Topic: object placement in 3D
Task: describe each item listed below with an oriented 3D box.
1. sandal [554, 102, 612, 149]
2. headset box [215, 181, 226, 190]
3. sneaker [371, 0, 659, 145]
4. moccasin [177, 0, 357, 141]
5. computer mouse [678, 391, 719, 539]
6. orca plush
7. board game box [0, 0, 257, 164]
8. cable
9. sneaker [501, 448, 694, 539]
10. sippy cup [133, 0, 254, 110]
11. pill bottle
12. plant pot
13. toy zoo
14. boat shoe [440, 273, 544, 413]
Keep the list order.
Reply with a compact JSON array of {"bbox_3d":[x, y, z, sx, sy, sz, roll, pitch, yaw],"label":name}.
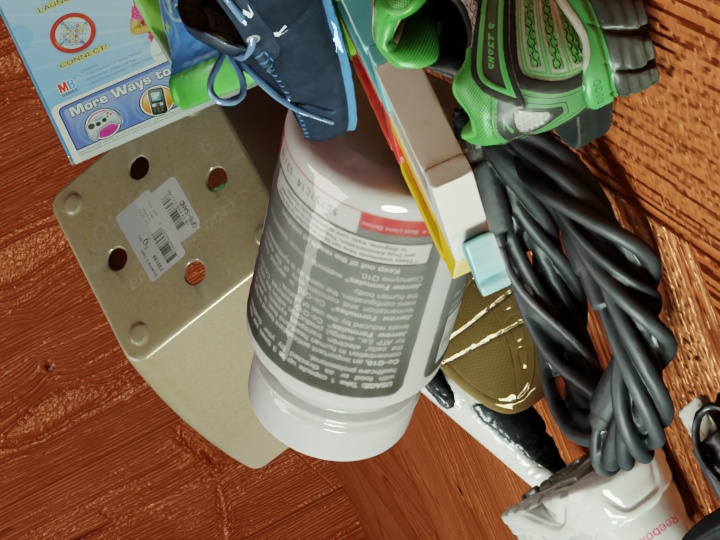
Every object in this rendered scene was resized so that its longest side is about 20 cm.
[{"bbox_3d":[0.039,-0.128,0.857,0.201,0.048,0.075,59,172,36],"label":"sandal"},{"bbox_3d":[-0.184,-0.146,2.244,0.201,0.092,0.174,65,172,-9],"label":"headset box"},{"bbox_3d":[0.031,-0.130,0.767,0.200,0.085,0.078,59,172,37],"label":"sneaker"},{"bbox_3d":[-0.054,-0.131,0.904,0.200,0.068,0.081,68,179,-47],"label":"moccasin"},{"bbox_3d":[0.168,0.141,0.881,0.139,0.053,0.200,60,172,19],"label":"computer mouse"},{"bbox_3d":[0.075,0.059,1.206,0.200,0.071,0.105,40,178,12],"label":"orca plush"},{"bbox_3d":[-0.119,-0.186,1.184,0.056,0.199,0.196,-118,6,-48],"label":"board game box"},{"bbox_3d":[0.104,0.010,0.931,0.163,0.051,0.201,38,150,64],"label":"cable"},{"bbox_3d":[0.135,0.149,1.074,0.100,0.078,0.200,58,174,5],"label":"sneaker"},{"bbox_3d":[-0.057,-0.170,1.076,0.140,0.177,0.131,-43,-67,-73],"label":"sippy cup"},{"bbox_3d":[0.000,0.000,1.072,0.114,0.113,0.201,58,146,38],"label":"pill bottle"},{"bbox_3d":[-0.081,-0.015,1.318,0.200,0.200,0.177,60,-164,24],"label":"plant pot"},{"bbox_3d":[0.018,-0.078,0.907,0.131,0.020,0.201,70,176,-73],"label":"toy zoo"},{"bbox_3d":[0.050,-0.010,1.171,0.201,0.074,0.069,56,-164,2],"label":"boat shoe"}]
